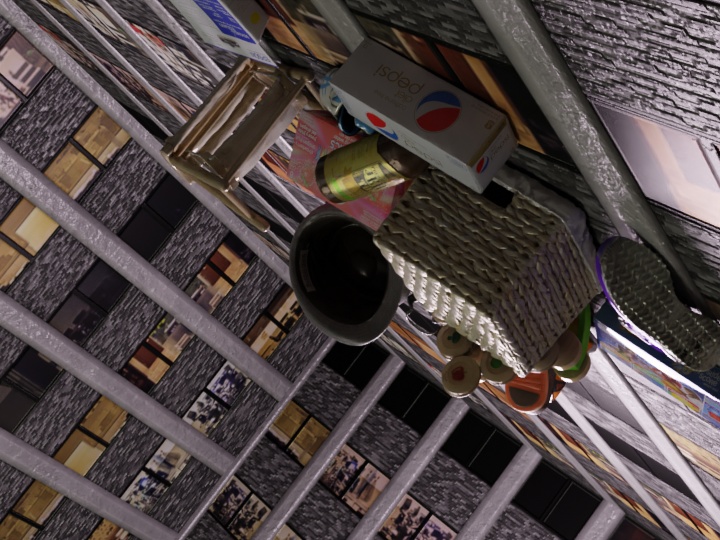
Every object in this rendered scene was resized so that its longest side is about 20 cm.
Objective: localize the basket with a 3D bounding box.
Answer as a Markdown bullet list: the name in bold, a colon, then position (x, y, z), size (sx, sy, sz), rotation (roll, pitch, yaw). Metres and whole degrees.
- **basket**: position (0.150, -0.015, 1.342), size (0.198, 0.161, 0.200), rotation (35, 170, 33)

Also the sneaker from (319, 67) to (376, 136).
- **sneaker**: position (-0.014, -0.197, 1.390), size (0.072, 0.073, 0.200), rotation (40, 174, -19)

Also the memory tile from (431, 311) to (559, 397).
- **memory tile**: position (0.159, 0.049, 1.436), size (0.017, 0.152, 0.202), rotation (51, -154, -52)

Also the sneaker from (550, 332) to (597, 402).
- **sneaker**: position (0.266, 0.115, 1.624), size (0.077, 0.112, 0.200), rotation (39, -170, 5)

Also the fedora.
- **fedora**: position (0.000, 0.000, 1.529), size (0.199, 0.179, 0.090), rotation (27, -162, 33)

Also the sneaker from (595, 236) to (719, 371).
- **sneaker**: position (0.299, 0.033, 1.251), size (0.200, 0.070, 0.099), rotation (43, 174, -27)

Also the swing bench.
- **swing bench**: position (-0.159, -0.196, 1.617), size (0.199, 0.200, 0.130), rotation (32, 170, 38)

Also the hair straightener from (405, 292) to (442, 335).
- **hair straightener**: position (0.142, 0.040, 1.564), size (0.041, 0.198, 0.078), rotation (-16, 92, 57)

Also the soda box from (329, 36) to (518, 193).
- **soda box**: position (0.064, -0.164, 1.214), size (0.199, 0.068, 0.064), rotation (35, 172, 30)

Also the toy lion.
- **toy lion**: position (0.192, 0.039, 1.469), size (0.198, 0.194, 0.069), rotation (-2, 157, 26)

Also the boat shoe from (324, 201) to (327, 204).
- **boat shoe**: position (-0.034, -0.084, 1.770), size (0.064, 0.201, 0.073), rotation (-17, 128, 27)

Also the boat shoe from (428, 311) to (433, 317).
- **boat shoe**: position (0.184, 0.050, 1.654), size (0.198, 0.061, 0.074), rotation (8, -163, -32)

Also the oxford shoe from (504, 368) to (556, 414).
- **oxford shoe**: position (0.226, 0.086, 1.511), size (0.071, 0.203, 0.073), rotation (3, 168, 27)

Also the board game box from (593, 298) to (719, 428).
- **board game box**: position (0.388, 0.120, 1.469), size (0.199, 0.035, 0.135), rotation (35, 172, 22)

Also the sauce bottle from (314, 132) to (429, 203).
- **sauce bottle**: position (0.034, -0.128, 1.316), size (0.199, 0.065, 0.065), rotation (-18, 130, 44)

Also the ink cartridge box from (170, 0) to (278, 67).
- **ink cartridge box**: position (-0.201, -0.354, 1.480), size (0.197, 0.047, 0.200), rotation (29, 169, 49)

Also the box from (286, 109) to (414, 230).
- **box**: position (0.010, -0.126, 1.460), size (0.102, 0.096, 0.199), rotation (-5, -152, -44)
